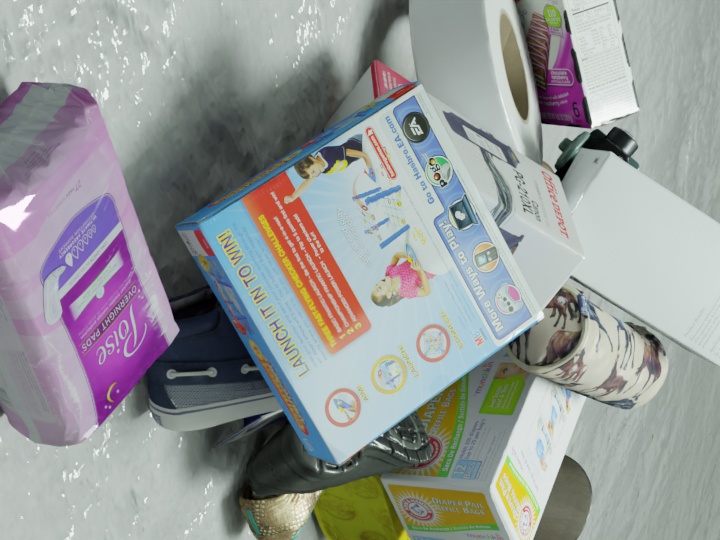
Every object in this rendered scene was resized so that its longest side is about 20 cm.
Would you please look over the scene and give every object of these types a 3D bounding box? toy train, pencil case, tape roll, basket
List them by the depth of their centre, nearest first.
[{"bbox_3d":[0.202,0.065,1.284,0.200,0.078,0.090,25,78,-54],"label":"pencil case"},{"bbox_3d":[0.107,-0.178,1.321,0.202,0.071,0.203,-11,90,-72],"label":"tape roll"},{"bbox_3d":[0.188,-0.051,1.388,0.200,0.085,0.114,-50,176,0],"label":"toy train"},{"bbox_3d":[0.131,0.240,1.556,0.200,0.180,0.136,34,32,-55],"label":"basket"}]

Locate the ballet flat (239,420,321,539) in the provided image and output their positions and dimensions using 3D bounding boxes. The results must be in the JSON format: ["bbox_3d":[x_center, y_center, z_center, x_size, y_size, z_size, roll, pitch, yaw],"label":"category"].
[{"bbox_3d":[-0.044,0.139,1.249,0.065,0.070,0.200,55,48,-38],"label":"ballet flat"}]

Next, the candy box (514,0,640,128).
[{"bbox_3d":[0.187,-0.241,1.398,0.061,0.136,0.200,-20,105,-19],"label":"candy box"}]

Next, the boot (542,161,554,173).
[{"bbox_3d":[0.158,-0.078,1.508,0.146,0.070,0.200,-77,149,-53],"label":"boot"}]

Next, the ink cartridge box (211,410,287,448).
[{"bbox_3d":[-0.026,0.089,1.191,0.200,0.095,0.037,-21,81,-36],"label":"ink cartridge box"}]

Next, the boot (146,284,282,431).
[{"bbox_3d":[-0.062,0.050,1.071,0.200,0.073,0.090,-15,119,-19],"label":"boot"}]

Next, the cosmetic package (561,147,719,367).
[{"bbox_3d":[0.259,-0.012,1.301,0.113,0.200,0.081,-57,-169,2],"label":"cosmetic package"}]

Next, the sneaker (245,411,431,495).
[{"bbox_3d":[-0.018,0.142,1.193,0.200,0.091,0.076,4,59,-54],"label":"sneaker"}]

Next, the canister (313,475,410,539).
[{"bbox_3d":[0.033,0.152,1.382,0.200,0.086,0.149,-57,145,-39],"label":"canister"}]

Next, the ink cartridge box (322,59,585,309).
[{"bbox_3d":[0.073,-0.063,1.187,0.084,0.200,0.145,-51,-159,24],"label":"ink cartridge box"}]

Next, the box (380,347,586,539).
[{"bbox_3d":[0.115,0.151,1.318,0.200,0.112,0.101,-62,139,-40],"label":"box"}]

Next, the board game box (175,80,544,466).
[{"bbox_3d":[0.003,0.001,1.041,0.196,0.056,0.200,-33,103,-20],"label":"board game box"}]

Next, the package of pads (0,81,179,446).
[{"bbox_3d":[-0.188,-0.001,0.882,0.121,0.076,0.200,-52,144,-37],"label":"package of pads"}]
